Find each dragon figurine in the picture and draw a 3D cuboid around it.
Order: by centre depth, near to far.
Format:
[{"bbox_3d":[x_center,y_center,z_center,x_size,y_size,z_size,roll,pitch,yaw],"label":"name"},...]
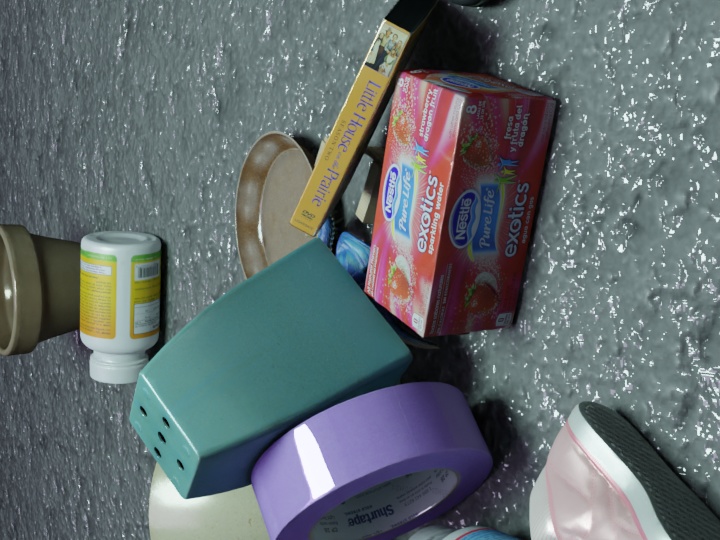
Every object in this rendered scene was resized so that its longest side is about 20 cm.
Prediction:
[{"bbox_3d":[0.000,0.000,1.075,0.200,0.059,0.100,24,88,37],"label":"dragon figurine"}]

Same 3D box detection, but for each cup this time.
[{"bbox_3d":[-0.091,0.231,1.122,0.143,0.200,0.201,-4,90,31],"label":"cup"}]

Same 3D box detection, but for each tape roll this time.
[{"bbox_3d":[0.010,0.174,0.966,0.200,0.199,0.066,-56,48,45],"label":"tape roll"}]

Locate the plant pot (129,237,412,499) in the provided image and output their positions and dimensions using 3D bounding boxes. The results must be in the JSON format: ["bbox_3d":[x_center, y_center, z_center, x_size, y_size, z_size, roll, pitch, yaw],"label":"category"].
[{"bbox_3d":[-0.089,0.097,0.976,0.142,0.200,0.141,51,146,18],"label":"plant pot"}]

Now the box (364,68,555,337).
[{"bbox_3d":[0.078,-0.056,0.929,0.100,0.095,0.201,36,123,52],"label":"box"}]

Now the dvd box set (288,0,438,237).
[{"bbox_3d":[0.003,-0.141,0.992,0.201,0.029,0.146,-63,0,27],"label":"dvd box set"}]

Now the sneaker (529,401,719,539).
[{"bbox_3d":[0.186,0.192,0.788,0.105,0.075,0.200,-60,36,20],"label":"sneaker"}]

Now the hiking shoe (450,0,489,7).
[{"bbox_3d":[0.041,-0.281,0.957,0.200,0.100,0.076,51,134,43],"label":"hiking shoe"}]

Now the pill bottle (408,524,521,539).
[{"bbox_3d":[0.114,0.267,0.897,0.200,0.108,0.109,7,99,58],"label":"pill bottle"}]

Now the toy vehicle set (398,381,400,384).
[{"bbox_3d":[-0.003,0.152,1.147,0.124,0.026,0.201,2,95,58],"label":"toy vehicle set"}]

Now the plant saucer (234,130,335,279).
[{"bbox_3d":[-0.080,-0.052,1.242,0.200,0.034,0.201,9,101,56],"label":"plant saucer"}]

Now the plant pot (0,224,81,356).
[{"bbox_3d":[-0.477,0.025,1.754,0.200,0.174,0.201,11,103,56],"label":"plant pot"}]

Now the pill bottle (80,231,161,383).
[{"bbox_3d":[-0.339,0.052,1.595,0.111,0.111,0.201,21,111,55],"label":"pill bottle"}]

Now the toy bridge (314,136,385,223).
[{"bbox_3d":[0.017,-0.077,1.088,0.200,0.027,0.067,52,133,43],"label":"toy bridge"}]
